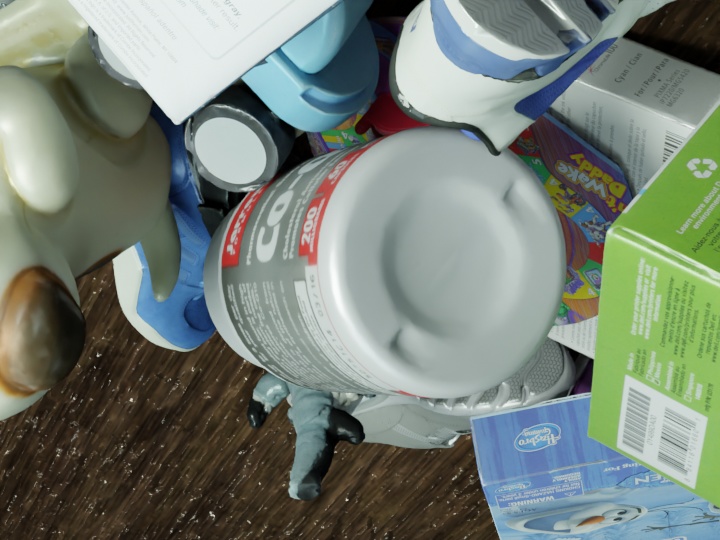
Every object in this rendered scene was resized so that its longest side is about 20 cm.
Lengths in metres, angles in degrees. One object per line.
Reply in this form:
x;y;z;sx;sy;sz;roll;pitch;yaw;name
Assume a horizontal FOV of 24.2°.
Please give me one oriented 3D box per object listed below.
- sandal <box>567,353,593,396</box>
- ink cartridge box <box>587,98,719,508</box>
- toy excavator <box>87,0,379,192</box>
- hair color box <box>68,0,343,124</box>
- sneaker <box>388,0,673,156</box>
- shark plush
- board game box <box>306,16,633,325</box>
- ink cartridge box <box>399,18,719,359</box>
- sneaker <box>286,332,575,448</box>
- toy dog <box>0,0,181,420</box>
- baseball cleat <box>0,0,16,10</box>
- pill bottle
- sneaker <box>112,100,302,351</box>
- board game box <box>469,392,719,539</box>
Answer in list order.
0.149;0.100;1.006;0.082;0.050;0.203;11;142;12;sandal
0.188;-0.016;0.752;0.075;0.200;0.148;27;146;24;ink cartridge box
-0.038;-0.164;0.737;0.195;0.100;0.200;46;128;-13;toy excavator
-0.023;-0.154;0.623;0.199;0.061;0.100;-33;108;26;hair color box
0.074;-0.113;0.670;0.081;0.199;0.115;52;143;4;sneaker
-0.027;0.064;0.935;0.083;0.201;0.091;-30;131;14;shark plush
0.044;-0.036;0.847;0.199;0.039;0.158;37;148;4;board game box
0.108;-0.038;0.860;0.175;0.045;0.201;25;146;23;ink cartridge box
0.052;0.067;1.004;0.199;0.075;0.082;-5;146;44;sneaker
-0.171;-0.018;0.782;0.139;0.201;0.195;-11;129;23;toy dog
-0.193;-0.133;0.854;0.106;0.070;0.201;14;143;10;baseball cleat
0.000;0.000;0.779;0.114;0.114;0.200;34;165;-18;pill bottle
-0.076;-0.018;0.937;0.110;0.077;0.201;16;137;20;sneaker
0.171;0.115;0.930;0.198;0.044;0.199;-11;154;6;board game box
